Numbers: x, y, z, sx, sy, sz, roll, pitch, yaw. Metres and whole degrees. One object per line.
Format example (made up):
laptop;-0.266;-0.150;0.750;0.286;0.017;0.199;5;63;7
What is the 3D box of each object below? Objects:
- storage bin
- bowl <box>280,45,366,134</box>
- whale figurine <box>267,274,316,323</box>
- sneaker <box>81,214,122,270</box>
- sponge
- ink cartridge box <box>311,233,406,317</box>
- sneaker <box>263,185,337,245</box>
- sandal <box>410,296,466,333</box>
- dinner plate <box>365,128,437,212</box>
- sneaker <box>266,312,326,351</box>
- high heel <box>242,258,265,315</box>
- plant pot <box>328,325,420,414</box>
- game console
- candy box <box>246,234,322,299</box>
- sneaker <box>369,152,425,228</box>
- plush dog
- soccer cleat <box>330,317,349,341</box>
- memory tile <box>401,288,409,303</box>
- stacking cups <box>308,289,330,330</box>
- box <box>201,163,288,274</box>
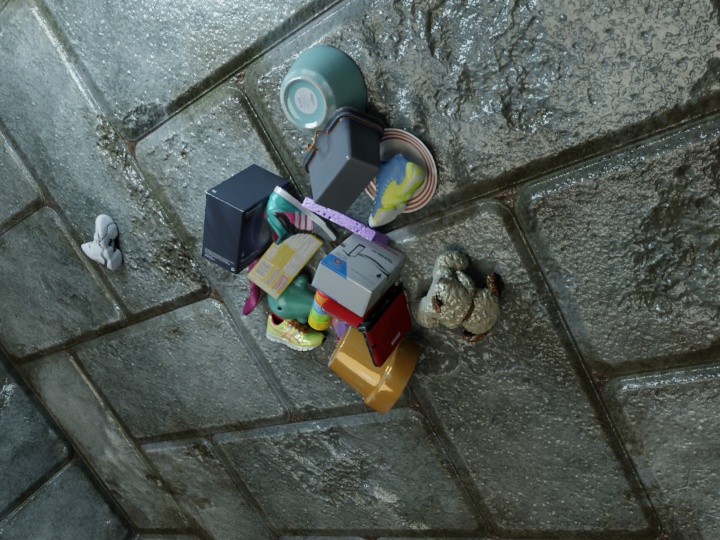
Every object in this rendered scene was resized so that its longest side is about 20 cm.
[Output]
storage bin;-0.042;-0.231;1.394;0.145;0.135;0.200;18;137;-27
bowl;-0.098;-0.382;1.421;0.200;0.105;0.201;16;127;23
whale figurine;-0.163;0.088;1.757;0.199;0.104;0.160;17;125;19
sneaker;-0.845;-0.098;2.079;0.115;0.075;0.201;16;129;19
sponge;-0.033;-0.117;1.539;0.200;0.112;0.030;29;96;18
ink cartridge box;0.000;0.000;1.538;0.146;0.200;0.084;30;128;12
sneaker;-0.162;-0.104;1.593;0.200;0.084;0.121;38;90;-22
sandal;0.217;0.116;1.572;0.199;0.045;0.075;16;98;7
dinner plate;0.084;-0.227;1.460;0.199;0.024;0.201;15;125;22
sneaker;-0.190;0.169;1.845;0.199;0.078;0.091;10;116;24
high heel;-0.312;0.041;1.842;0.096;0.067;0.200;34;116;-4
plant pot;0.025;0.234;1.647;0.183;0.200;0.200;29;131;-3
game console;0.020;0.114;1.575;0.118;0.200;0.173;-3;117;33
candy box;-0.198;-0.030;1.682;0.102;0.026;0.200;38;101;-13
sneaker;0.064;-0.186;1.449;0.105;0.076;0.200;57;133;14
plush dog;0.237;0.075;1.461;0.171;0.161;0.201;18;107;-6
soccer cleat;-0.055;0.111;1.707;0.076;0.067;0.201;-5;120;23
memory tile;0.039;0.093;1.693;0.153;0.017;0.200;33;130;10
stacking cups;-0.093;0.076;1.631;0.060;0.061;0.200;32;145;11
box;-0.292;-0.131;1.634;0.123;0.200;0.199;26;129;16
